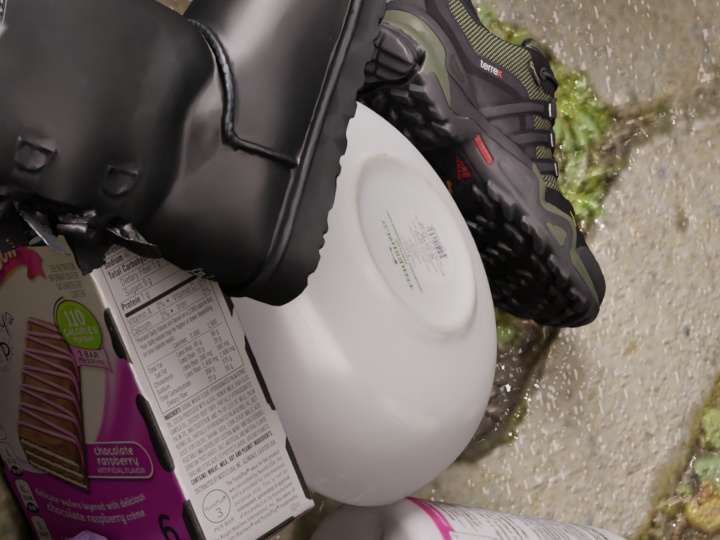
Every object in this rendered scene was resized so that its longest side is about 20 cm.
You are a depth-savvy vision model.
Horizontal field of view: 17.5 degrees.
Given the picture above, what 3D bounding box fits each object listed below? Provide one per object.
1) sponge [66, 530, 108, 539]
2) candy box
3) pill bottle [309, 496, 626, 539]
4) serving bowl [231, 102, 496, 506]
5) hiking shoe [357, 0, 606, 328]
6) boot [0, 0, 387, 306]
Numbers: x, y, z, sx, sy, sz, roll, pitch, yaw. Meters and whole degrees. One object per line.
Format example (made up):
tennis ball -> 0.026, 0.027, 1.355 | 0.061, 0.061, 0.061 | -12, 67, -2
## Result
sponge -> -0.125, 0.219, 0.966 | 0.111, 0.030, 0.201 | -33, 124, -37
candy box -> -0.113, 0.021, 0.953 | 0.061, 0.136, 0.201 | -30, 105, -36
pill bottle -> 0.074, 0.172, 1.105 | 0.199, 0.113, 0.114 | 13, 80, -36
serving bowl -> 0.000, 0.000, 1.034 | 0.200, 0.066, 0.201 | 37, 39, -37
hiking shoe -> 0.075, -0.062, 1.140 | 0.101, 0.076, 0.200 | -53, 123, -31
boot -> -0.079, -0.090, 0.860 | 0.162, 0.073, 0.199 | 19, 75, -32
